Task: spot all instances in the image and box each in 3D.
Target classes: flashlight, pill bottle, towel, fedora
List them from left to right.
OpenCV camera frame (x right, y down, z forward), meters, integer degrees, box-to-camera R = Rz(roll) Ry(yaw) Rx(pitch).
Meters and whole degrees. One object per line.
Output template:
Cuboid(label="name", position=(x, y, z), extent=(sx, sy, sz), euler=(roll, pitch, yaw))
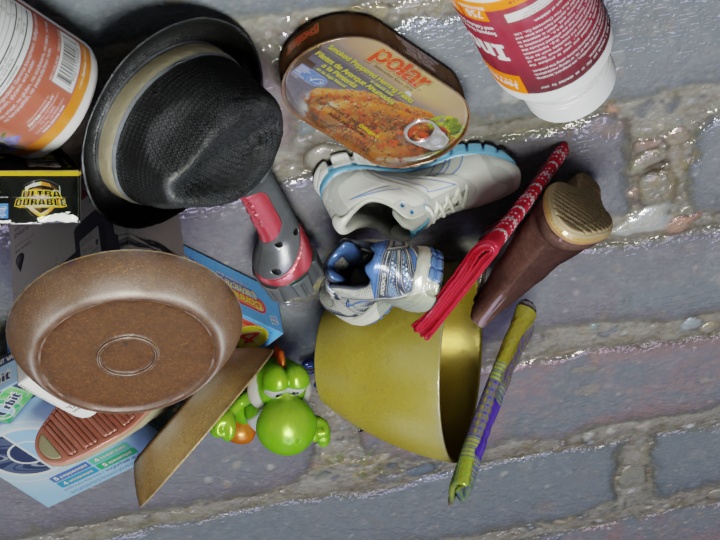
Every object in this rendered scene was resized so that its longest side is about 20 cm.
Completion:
Cuboid(label="pill bottle", position=(-0.316, -0.180, 1.482), extent=(0.112, 0.113, 0.200), euler=(-33, 137, 25))
Cuboid(label="fedora", position=(-0.135, -0.111, 1.555), extent=(0.200, 0.091, 0.202), euler=(-30, 134, -37))
Cuboid(label="flashlight", position=(-0.095, -0.049, 1.743), extent=(0.067, 0.068, 0.200), euler=(-10, 144, 15))
Cuboid(label="towel", position=(0.123, -0.030, 1.748), extent=(0.022, 0.200, 0.145), euler=(38, 131, 1))
Cuboid(label="towel", position=(0.131, 0.132, 1.843), extent=(0.023, 0.201, 0.144), euler=(21, 165, 7))
Cuboid(label="pill bottle", position=(0.145, -0.215, 1.556), extent=(0.112, 0.113, 0.200), euler=(-22, 141, 13))

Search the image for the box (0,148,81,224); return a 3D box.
Cuboid(label="box", position=(-0.321, -0.072, 1.563), extent=(0.158, 0.200, 0.050), euler=(1, 98, -13))

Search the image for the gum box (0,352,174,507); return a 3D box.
Cuboid(label="gum box", position=(-0.308, 0.151, 1.864), extent=(0.169, 0.045, 0.200), euler=(-26, 139, 17))

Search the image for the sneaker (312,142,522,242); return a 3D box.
Cuboid(label="sneaker", position=(0.059, -0.064, 1.748), extent=(0.198, 0.087, 0.075), euler=(-7, 140, -9))

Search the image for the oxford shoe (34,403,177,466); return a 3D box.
Cuboid(label="oxford shoe", position=(-0.222, 0.133, 1.791), extent=(0.199, 0.071, 0.074), euler=(-33, 153, -19))

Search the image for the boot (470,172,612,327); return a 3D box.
Cuboid(label="boot", position=(0.165, -0.006, 1.762), extent=(0.072, 0.200, 0.167), euler=(38, 107, 2))

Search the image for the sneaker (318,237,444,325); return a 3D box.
Cuboid(label="sneaker", position=(0.000, 0.000, 1.746), extent=(0.085, 0.078, 0.200), euler=(18, 164, -23))

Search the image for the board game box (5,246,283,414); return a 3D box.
Cuboid(label="board game box", position=(-0.214, 0.058, 1.853), extent=(0.199, 0.056, 0.195), euler=(27, 129, -38))

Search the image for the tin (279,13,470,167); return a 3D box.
Cuboid(label="tin", position=(0.014, -0.159, 1.655), extent=(0.112, 0.042, 0.200), euler=(-32, 138, 30))

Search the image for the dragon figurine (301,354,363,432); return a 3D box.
Cuboid(label="dragon figurine", position=(0.037, 0.119, 1.993), extent=(0.198, 0.059, 0.100), euler=(-5, 142, -6))

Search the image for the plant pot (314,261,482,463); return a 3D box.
Cuboid(label="plant pot", position=(0.034, 0.087, 1.871), extent=(0.141, 0.201, 0.201), euler=(4, 145, 15))

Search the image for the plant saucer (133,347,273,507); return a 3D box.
Cuboid(label="plant saucer", position=(-0.162, 0.142, 1.810), extent=(0.035, 0.200, 0.200), euler=(41, 127, -3))

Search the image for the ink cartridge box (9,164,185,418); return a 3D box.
Cuboid(label="ink cartridge box", position=(-0.234, 0.008, 1.667), extent=(0.144, 0.201, 0.084), euler=(-32, 138, 24))

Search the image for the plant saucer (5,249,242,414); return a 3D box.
Cuboid(label="plant saucer", position=(-0.196, 0.061, 1.558), extent=(0.199, 0.035, 0.201), euler=(-5, 139, -5))

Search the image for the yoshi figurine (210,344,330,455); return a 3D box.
Cuboid(label="yoshi figurine", position=(-0.088, 0.155, 1.919), extent=(0.112, 0.112, 0.200), euler=(-41, 174, -18))
